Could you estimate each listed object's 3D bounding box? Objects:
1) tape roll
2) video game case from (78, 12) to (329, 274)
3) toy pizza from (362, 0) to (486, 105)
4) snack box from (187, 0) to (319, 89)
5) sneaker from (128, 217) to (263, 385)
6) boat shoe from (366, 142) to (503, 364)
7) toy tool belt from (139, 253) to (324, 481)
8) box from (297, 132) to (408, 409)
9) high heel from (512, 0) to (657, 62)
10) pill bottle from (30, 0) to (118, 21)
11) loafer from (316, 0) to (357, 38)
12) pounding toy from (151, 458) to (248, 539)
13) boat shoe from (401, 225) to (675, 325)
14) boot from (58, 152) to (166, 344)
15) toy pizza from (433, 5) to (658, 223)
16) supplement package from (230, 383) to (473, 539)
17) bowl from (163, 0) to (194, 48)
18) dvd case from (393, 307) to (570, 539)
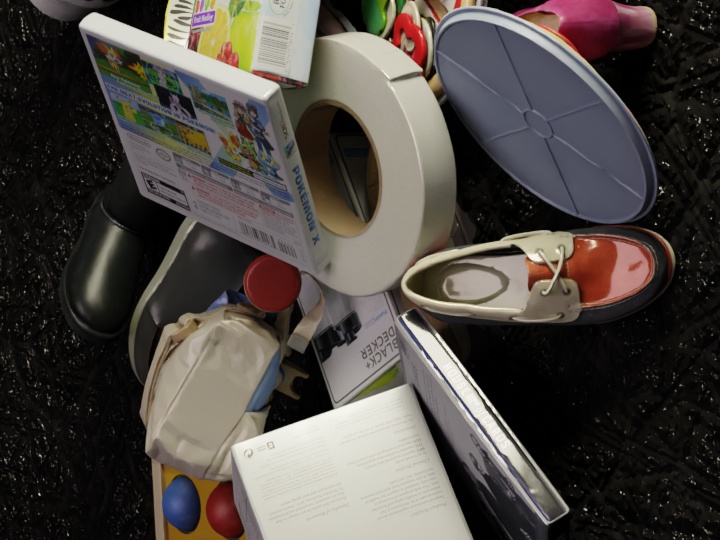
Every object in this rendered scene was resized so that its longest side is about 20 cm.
[{"bbox_3d":[-0.005,-0.081,1.467,0.202,0.037,0.205,23,120,46],"label":"tape roll"},{"bbox_3d":[-0.120,-0.098,1.476,0.199,0.022,0.183,25,146,34],"label":"video game case"},{"bbox_3d":[0.043,-0.225,1.484,0.200,0.031,0.202,180,90,-67],"label":"toy pizza"},{"bbox_3d":[-0.075,-0.241,1.462,0.142,0.053,0.202,7,88,62],"label":"snack box"},{"bbox_3d":[-0.146,0.048,1.744,0.106,0.074,0.201,48,126,40],"label":"sneaker"},{"bbox_3d":[0.059,-0.022,1.499,0.072,0.064,0.202,-38,66,56],"label":"boat shoe"},{"bbox_3d":[-0.103,0.072,1.578,0.124,0.123,0.201,27,97,0],"label":"toy tool belt"},{"bbox_3d":[0.000,0.000,1.576,0.117,0.060,0.202,-39,63,45],"label":"box"},{"bbox_3d":[0.116,-0.162,1.395,0.199,0.095,0.068,-1,92,50],"label":"high heel"},{"bbox_3d":[-0.243,-0.322,1.811,0.200,0.112,0.114,-33,67,46],"label":"pill bottle"},{"bbox_3d":[-0.040,-0.186,1.549,0.201,0.063,0.072,59,172,29],"label":"loafer"},{"bbox_3d":[-0.104,0.253,1.654,0.183,0.141,0.202,-3,90,51],"label":"pounding toy"},{"bbox_3d":[0.127,0.004,1.380,0.198,0.062,0.072,-5,82,28],"label":"boat shoe"},{"bbox_3d":[-0.208,-0.051,1.764,0.163,0.073,0.199,-49,24,40],"label":"boot"},{"bbox_3d":[0.134,-0.114,1.354,0.200,0.032,0.201,37,159,17],"label":"toy pizza"},{"bbox_3d":[0.002,0.224,1.477,0.151,0.150,0.201,96,154,-66],"label":"supplement package"},{"bbox_3d":[-0.089,-0.151,1.618,0.093,0.201,0.203,-10,84,12],"label":"bowl"},{"bbox_3d":[0.092,0.139,1.428,0.201,0.025,0.151,54,167,29],"label":"dvd case"}]
